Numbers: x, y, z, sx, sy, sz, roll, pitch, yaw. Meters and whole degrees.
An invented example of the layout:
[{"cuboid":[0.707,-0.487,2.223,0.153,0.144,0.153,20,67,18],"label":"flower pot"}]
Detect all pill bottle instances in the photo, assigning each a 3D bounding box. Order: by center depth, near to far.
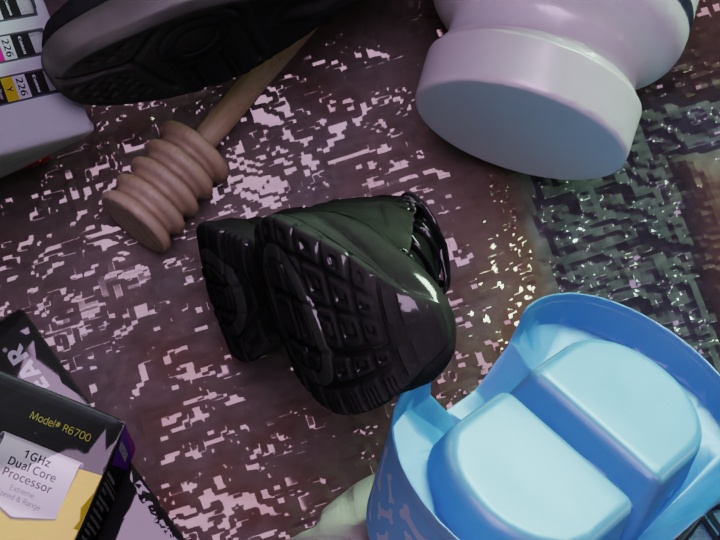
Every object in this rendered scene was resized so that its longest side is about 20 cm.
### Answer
[{"cuboid":[0.096,-0.148,0.841,0.115,0.116,0.201,18,73,3],"label":"pill bottle"}]

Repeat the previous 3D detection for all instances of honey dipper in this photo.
[{"cuboid":[-0.040,-0.095,0.861,0.038,0.038,0.200,35,72,8],"label":"honey dipper"}]

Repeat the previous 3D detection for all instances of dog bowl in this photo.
[{"cuboid":[0.076,0.078,0.752,0.111,0.050,0.200,41,35,16],"label":"dog bowl"}]

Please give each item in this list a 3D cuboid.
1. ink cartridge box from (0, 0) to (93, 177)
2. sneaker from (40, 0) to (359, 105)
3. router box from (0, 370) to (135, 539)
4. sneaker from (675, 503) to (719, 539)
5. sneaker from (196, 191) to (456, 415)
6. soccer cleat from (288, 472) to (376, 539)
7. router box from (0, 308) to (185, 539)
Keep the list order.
[{"cuboid":[-0.194,-0.129,0.770,0.175,0.083,0.201,-23,93,-51],"label":"ink cartridge box"},{"cuboid":[-0.052,-0.149,0.780,0.199,0.076,0.115,-32,71,-4],"label":"sneaker"},{"cuboid":[-0.204,0.093,0.730,0.199,0.051,0.150,20,73,6],"label":"router box"},{"cuboid":[0.171,0.105,0.778,0.079,0.096,0.200,36,75,9],"label":"sneaker"},{"cuboid":[0.000,0.000,0.758,0.090,0.200,0.077,-17,105,-17],"label":"sneaker"},{"cuboid":[-0.005,0.123,0.737,0.069,0.078,0.200,50,42,9],"label":"soccer cleat"},{"cuboid":[-0.143,0.142,0.774,0.157,0.052,0.200,-35,78,-12],"label":"router box"}]
